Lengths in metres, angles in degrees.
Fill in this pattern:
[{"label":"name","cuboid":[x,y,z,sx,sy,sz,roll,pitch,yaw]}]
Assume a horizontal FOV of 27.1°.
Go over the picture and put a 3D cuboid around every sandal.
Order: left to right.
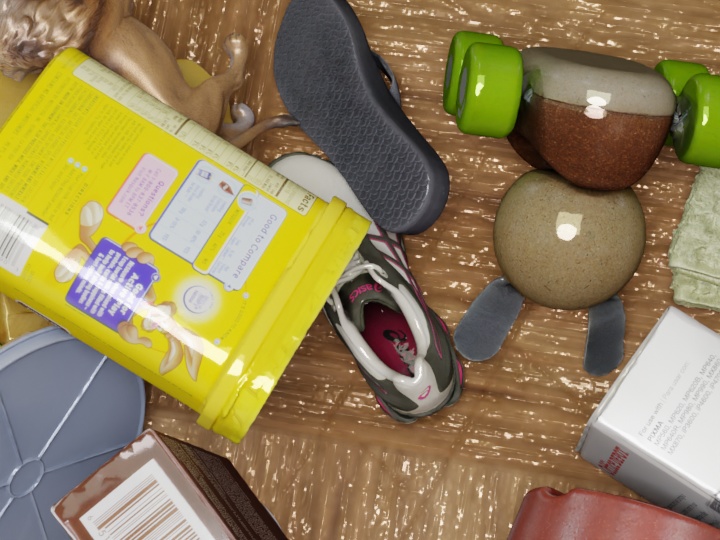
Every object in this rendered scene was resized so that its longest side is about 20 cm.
[{"label":"sandal","cuboid":[0.000,-0.103,0.973,0.076,0.043,0.200,-46,58,32]}]

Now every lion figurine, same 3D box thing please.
[{"label":"lion figurine","cuboid":[-0.136,-0.122,0.927,0.200,0.072,0.123,35,42,-8]}]

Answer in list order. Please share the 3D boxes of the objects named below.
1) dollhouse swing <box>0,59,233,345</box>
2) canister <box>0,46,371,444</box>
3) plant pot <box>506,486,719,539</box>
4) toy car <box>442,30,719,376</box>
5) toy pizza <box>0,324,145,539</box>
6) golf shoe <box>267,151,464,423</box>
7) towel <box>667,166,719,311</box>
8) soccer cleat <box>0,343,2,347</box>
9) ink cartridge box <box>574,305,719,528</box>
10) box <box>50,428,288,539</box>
[{"label":"dollhouse swing","cuboid":[-0.197,-0.037,0.997,0.182,0.176,0.200,-26,71,43]},{"label":"canister","cuboid":[-0.115,-0.017,0.840,0.200,0.087,0.149,32,68,-2]},{"label":"plant pot","cuboid":[0.135,0.236,0.827,0.200,0.201,0.196,17,72,10]},{"label":"toy car","cuboid":[0.128,-0.035,0.926,0.164,0.158,0.200,7,103,-4]},{"label":"toy pizza","cuboid":[-0.208,0.115,0.884,0.032,0.200,0.200,31,82,28]},{"label":"golf shoe","cuboid":[0.000,0.000,0.940,0.077,0.088,0.200,-34,75,0]},{"label":"towel","cuboid":[0.286,-0.055,0.944,0.148,0.036,0.200,18,81,11]},{"label":"soccer cleat","cuboid":[-0.270,0.111,0.916,0.081,0.067,0.200,39,123,20]},{"label":"ink cartridge box","cuboid":[0.232,0.118,0.856,0.200,0.144,0.084,32,81,12]},{"label":"box","cuboid":[-0.095,0.157,0.857,0.075,0.200,0.100,-39,76,0]}]
